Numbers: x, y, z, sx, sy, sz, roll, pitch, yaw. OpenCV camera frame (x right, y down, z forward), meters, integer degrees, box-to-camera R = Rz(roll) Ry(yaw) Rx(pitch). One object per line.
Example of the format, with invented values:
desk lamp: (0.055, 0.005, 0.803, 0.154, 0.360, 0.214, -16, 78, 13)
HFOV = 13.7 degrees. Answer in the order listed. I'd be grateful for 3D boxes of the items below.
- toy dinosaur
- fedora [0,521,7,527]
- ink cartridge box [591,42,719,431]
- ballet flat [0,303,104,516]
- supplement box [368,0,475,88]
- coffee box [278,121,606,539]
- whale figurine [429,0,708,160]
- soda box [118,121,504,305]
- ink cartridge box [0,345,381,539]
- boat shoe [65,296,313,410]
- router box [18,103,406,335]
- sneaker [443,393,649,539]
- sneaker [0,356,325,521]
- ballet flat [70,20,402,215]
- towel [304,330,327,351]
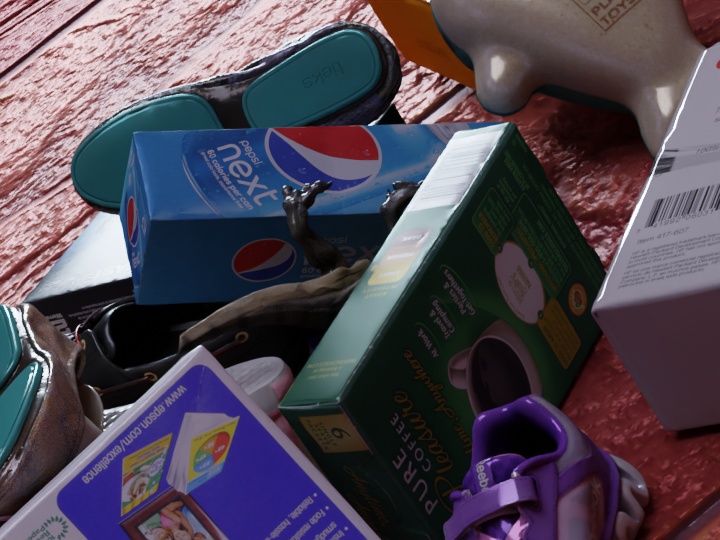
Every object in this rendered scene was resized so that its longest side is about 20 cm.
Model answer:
toy dinosaur: (0.000, 0.000, 1.471, 0.047, 0.200, 0.088, -13, 77, 55)
fedora: (-0.143, 0.178, 1.421, 0.200, 0.177, 0.090, 1, 73, 24)
ink cartridge box: (0.212, -0.031, 1.400, 0.146, 0.084, 0.200, -13, 34, 35)
ballet flat: (-0.148, 0.072, 1.405, 0.068, 0.067, 0.200, -49, 18, 15)
supplement box: (0.111, -0.201, 1.776, 0.200, 0.074, 0.126, -40, 29, -11)
coffee box: (0.046, 0.038, 1.437, 0.044, 0.123, 0.200, -6, 40, 40)
whale figurine: (0.127, -0.131, 1.626, 0.159, 0.104, 0.200, -42, 68, -13)
soda box: (-0.019, -0.030, 1.539, 0.200, 0.068, 0.064, -3, 50, -15)
ink cartridge box: (-0.077, 0.172, 1.317, 0.198, 0.200, 0.043, -43, 0, -17)
boat shoe: (-0.124, 0.044, 1.597, 0.201, 0.063, 0.074, -9, 38, 25)
router box: (-0.075, -0.014, 1.689, 0.200, 0.062, 0.150, -14, 25, 33)
sneaker: (0.072, 0.129, 1.301, 0.080, 0.089, 0.200, -21, 32, 22)
sneaker: (-0.107, 0.120, 1.482, 0.200, 0.105, 0.075, -18, 21, 19)
ballet flat: (-0.064, -0.080, 1.670, 0.200, 0.072, 0.072, -22, 30, 16)
towel: (-0.028, 0.076, 1.565, 0.200, 0.023, 0.144, -22, 29, 24)
